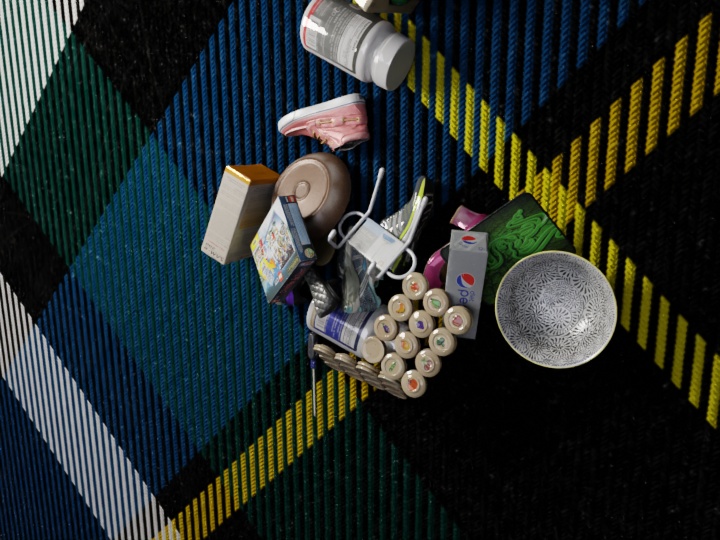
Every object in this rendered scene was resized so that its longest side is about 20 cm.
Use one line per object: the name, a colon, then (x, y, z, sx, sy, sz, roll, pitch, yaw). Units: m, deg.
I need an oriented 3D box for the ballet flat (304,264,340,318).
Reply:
ballet flat: (-0.108, 0.014, 1.167, 0.057, 0.067, 0.200, -40, 49, -2)

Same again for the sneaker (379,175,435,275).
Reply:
sneaker: (0.081, -0.094, 1.143, 0.080, 0.074, 0.202, 31, 111, 22)

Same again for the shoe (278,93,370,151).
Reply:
shoe: (-0.075, -0.281, 1.181, 0.198, 0.071, 0.092, -11, 90, 24)

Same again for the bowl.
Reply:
bowl: (0.344, 0.059, 1.024, 0.198, 0.094, 0.204, 6, 103, 26)

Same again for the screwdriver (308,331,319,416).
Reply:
screwdriver: (-0.107, 0.237, 1.329, 0.028, 0.029, 0.203, 5, 98, 26)

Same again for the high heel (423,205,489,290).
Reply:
high heel: (0.188, -0.016, 1.106, 0.095, 0.067, 0.202, 33, 101, 28)

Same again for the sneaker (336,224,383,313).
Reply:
sneaker: (0.000, 0.000, 1.178, 0.078, 0.085, 0.202, 118, 155, -53)

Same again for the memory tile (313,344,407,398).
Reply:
memory tile: (0.003, 0.207, 1.207, 0.198, 0.154, 0.017, 20, 71, 20)

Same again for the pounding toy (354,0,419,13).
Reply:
pounding toy: (0.059, -0.541, 1.010, 0.200, 0.183, 0.142, 49, 129, 10)

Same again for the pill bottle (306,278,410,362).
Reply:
pill bottle: (0.000, 0.110, 1.198, 0.198, 0.119, 0.121, 27, 112, 20)

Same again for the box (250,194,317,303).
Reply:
box: (-0.157, -0.037, 1.164, 0.200, 0.037, 0.138, -45, 61, 53)

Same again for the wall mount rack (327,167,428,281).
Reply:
wall mount rack: (0.038, -0.084, 1.104, 0.199, 0.075, 0.174, 39, 86, 30)

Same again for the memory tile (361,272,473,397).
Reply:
memory tile: (0.098, 0.117, 1.068, 0.153, 0.017, 0.201, 39, 111, 21)

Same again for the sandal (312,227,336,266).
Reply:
sandal: (-0.090, -0.096, 1.238, 0.077, 0.070, 0.214, -30, 64, 12)

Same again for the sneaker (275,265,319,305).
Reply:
sneaker: (-0.136, -0.020, 1.277, 0.098, 0.070, 0.203, 6, 106, 18)

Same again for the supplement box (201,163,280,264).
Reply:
supplement box: (-0.258, -0.125, 1.279, 0.073, 0.126, 0.202, 30, 112, 17)

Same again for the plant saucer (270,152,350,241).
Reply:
plant saucer: (-0.112, -0.156, 1.198, 0.198, 0.037, 0.203, -11, 67, 27)

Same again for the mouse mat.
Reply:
mouse mat: (0.263, -0.032, 1.056, 0.199, 0.008, 0.161, -36, 111, 27)

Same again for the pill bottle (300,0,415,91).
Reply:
pill bottle: (-0.004, -0.424, 1.091, 0.199, 0.114, 0.115, 34, 114, 17)

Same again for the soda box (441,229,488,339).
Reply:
soda box: (0.188, 0.028, 1.067, 0.067, 0.064, 0.202, 6, 127, 9)
